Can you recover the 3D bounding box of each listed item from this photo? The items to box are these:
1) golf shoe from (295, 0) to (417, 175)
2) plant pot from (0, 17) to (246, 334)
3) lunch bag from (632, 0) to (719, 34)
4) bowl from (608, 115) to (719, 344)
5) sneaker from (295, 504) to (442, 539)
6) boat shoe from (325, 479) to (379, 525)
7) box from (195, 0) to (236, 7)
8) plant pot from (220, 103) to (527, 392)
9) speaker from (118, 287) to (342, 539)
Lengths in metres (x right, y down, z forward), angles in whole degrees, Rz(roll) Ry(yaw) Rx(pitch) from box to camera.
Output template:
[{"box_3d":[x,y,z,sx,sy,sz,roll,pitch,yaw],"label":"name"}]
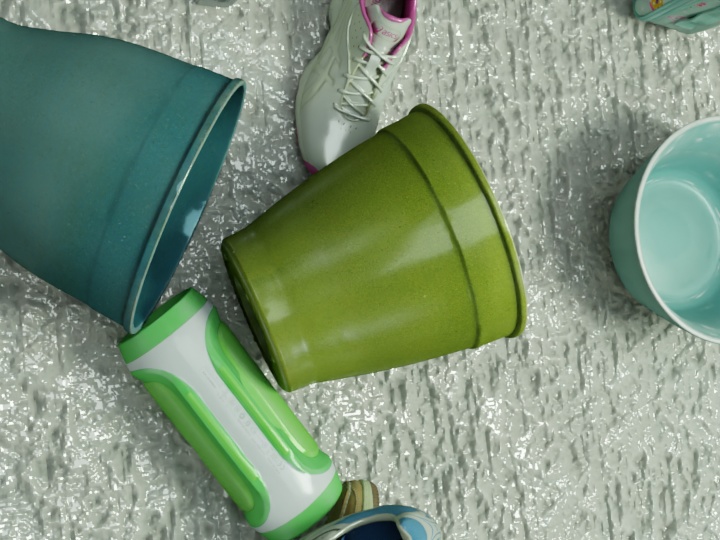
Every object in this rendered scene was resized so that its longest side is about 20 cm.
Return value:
[{"box_3d":[-0.001,-0.173,1.017,0.075,0.091,0.202,16,82,-20],"label":"golf shoe"},{"box_3d":[-0.208,-0.083,0.886,0.187,0.200,0.201,24,77,-3],"label":"plant pot"},{"box_3d":[0.325,-0.300,1.093,0.076,0.200,0.162,16,82,-17],"label":"lunch bag"},{"box_3d":[0.307,-0.032,1.115,0.199,0.105,0.203,2,85,-21],"label":"bowl"},{"box_3d":[-0.033,0.230,0.923,0.199,0.072,0.072,-27,66,13],"label":"sneaker"},{"box_3d":[-0.040,0.262,0.983,0.075,0.072,0.202,16,78,-3],"label":"boat shoe"},{"box_3d":[-0.098,-0.326,0.963,0.036,0.144,0.202,-2,87,-25],"label":"box"},{"box_3d":[0.000,0.000,0.962,0.192,0.200,0.202,-24,95,-10],"label":"plant pot"},{"box_3d":[-0.100,0.114,0.958,0.088,0.088,0.201,-40,100,-19],"label":"speaker"}]
